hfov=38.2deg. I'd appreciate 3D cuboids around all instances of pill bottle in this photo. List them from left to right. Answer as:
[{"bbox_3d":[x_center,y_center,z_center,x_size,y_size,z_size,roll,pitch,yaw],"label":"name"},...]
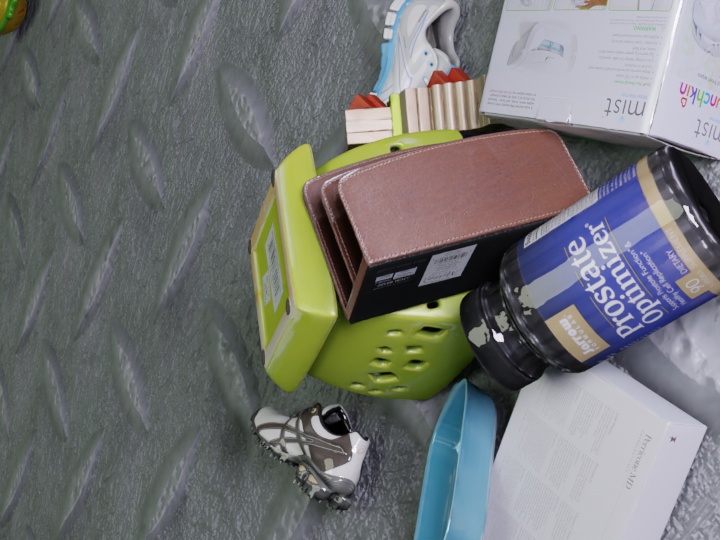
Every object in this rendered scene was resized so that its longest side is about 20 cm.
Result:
[{"bbox_3d":[0.176,0.006,0.777,0.199,0.111,0.113,-35,53,27],"label":"pill bottle"}]

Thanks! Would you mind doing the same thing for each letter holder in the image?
[{"bbox_3d":[0.065,-0.064,0.852,0.101,0.197,0.144,109,143,-60],"label":"letter holder"}]

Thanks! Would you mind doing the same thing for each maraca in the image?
[{"bbox_3d":[-0.832,-0.624,2.431,0.199,0.106,0.140,-11,73,54],"label":"maraca"}]

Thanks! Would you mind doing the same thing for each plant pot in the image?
[{"bbox_3d":[0.000,0.000,0.969,0.200,0.178,0.203,121,144,-58],"label":"plant pot"}]

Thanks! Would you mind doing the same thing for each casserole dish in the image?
[{"bbox_3d":[0.083,0.191,0.907,0.122,0.038,0.202,111,175,-48],"label":"casserole dish"}]

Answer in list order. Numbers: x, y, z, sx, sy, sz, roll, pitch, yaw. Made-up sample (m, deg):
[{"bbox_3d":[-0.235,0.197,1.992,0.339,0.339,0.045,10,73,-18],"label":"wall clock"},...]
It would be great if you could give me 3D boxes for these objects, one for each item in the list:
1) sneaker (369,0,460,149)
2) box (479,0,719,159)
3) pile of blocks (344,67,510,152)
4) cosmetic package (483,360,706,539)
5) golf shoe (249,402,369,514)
[{"bbox_3d":[0.060,-0.188,1.069,0.086,0.074,0.204,8,90,48],"label":"sneaker"},{"bbox_3d":[0.205,-0.193,0.833,0.199,0.096,0.180,19,99,55],"label":"box"},{"bbox_3d":[0.071,-0.159,1.007,0.197,0.082,0.063,-5,89,21],"label":"pile of blocks"},{"bbox_3d":[0.172,0.177,0.833,0.151,0.051,0.203,39,114,55],"label":"cosmetic package"},{"bbox_3d":[-0.051,0.184,1.153,0.199,0.077,0.095,30,90,52],"label":"golf shoe"}]
